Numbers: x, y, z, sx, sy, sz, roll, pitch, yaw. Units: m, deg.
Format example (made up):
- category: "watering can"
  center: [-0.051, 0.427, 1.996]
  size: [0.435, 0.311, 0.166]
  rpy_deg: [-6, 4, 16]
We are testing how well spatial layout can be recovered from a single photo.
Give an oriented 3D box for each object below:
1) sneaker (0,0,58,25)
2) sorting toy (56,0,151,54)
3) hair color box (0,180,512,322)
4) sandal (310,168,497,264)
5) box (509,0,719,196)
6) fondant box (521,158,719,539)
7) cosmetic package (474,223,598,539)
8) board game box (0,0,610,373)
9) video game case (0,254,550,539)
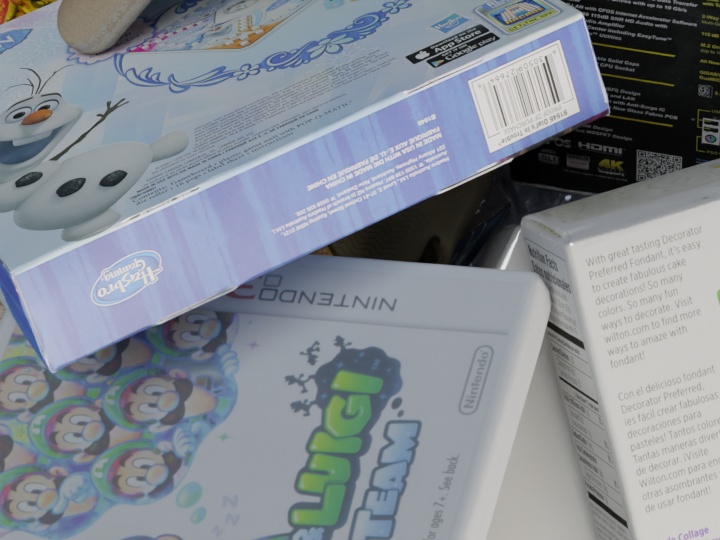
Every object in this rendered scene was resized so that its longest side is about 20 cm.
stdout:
- category: "sneaker"
  center: [-0.129, -0.098, 1.106]
  size: [0.073, 0.077, 0.200]
  rpy_deg: [10, 114, -9]
- category: "sorting toy"
  center: [-0.021, -0.178, 1.004]
  size: [0.036, 0.200, 0.185]
  rpy_deg: [37, 127, -12]
- category: "hair color box"
  center: [-0.053, -0.001, 1.037]
  size: [0.200, 0.061, 0.100]
  rpy_deg: [-35, 80, -26]
- category: "sandal"
  center: [0.000, 0.000, 0.988]
  size: [0.080, 0.054, 0.200]
  rpy_deg: [31, 64, -9]
- category: "box"
  center: [0.149, -0.083, 0.982]
  size: [0.200, 0.160, 0.049]
  rpy_deg: [9, 49, 13]
- category: "fondant box"
  center: [0.149, 0.060, 0.944]
  size: [0.144, 0.058, 0.200]
  rpy_deg: [-17, 104, -9]
- category: "cosmetic package"
  center: [0.054, 0.094, 1.010]
  size: [0.113, 0.081, 0.200]
  rpy_deg: [29, 86, -3]
- category: "board game box"
  center: [-0.047, -0.058, 0.970]
  size: [0.200, 0.043, 0.199]
  rpy_deg: [-25, 28, -11]
- category: "video game case"
  center: [-0.050, 0.077, 0.895]
  size: [0.182, 0.024, 0.200]
  rpy_deg: [5, 55, 20]
